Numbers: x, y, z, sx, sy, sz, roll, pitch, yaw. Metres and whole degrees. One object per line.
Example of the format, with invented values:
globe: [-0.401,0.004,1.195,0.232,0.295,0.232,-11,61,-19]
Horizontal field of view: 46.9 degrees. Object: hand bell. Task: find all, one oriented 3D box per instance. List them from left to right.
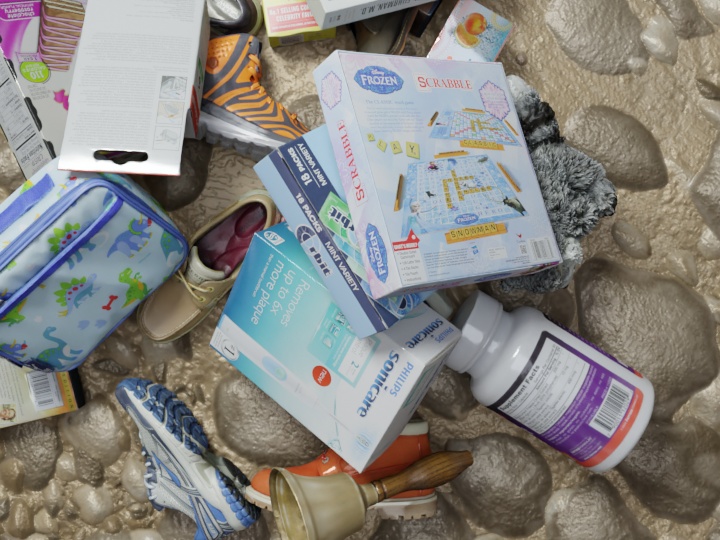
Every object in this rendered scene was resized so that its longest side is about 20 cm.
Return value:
hand bell: [0.023,0.212,0.801,0.199,0.104,0.104,-12,93,-23]

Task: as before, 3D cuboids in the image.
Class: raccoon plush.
raccoon plush: [0.155,-0.069,0.810,0.200,0.097,0.134,47,61,-7]

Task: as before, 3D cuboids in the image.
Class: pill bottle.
pill bottle: [0.181,0.106,0.836,0.200,0.111,0.112,32,92,-2]

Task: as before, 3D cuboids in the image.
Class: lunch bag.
lunch bag: [-0.275,-0.005,0.768,0.200,0.161,0.082,-41,53,-1]

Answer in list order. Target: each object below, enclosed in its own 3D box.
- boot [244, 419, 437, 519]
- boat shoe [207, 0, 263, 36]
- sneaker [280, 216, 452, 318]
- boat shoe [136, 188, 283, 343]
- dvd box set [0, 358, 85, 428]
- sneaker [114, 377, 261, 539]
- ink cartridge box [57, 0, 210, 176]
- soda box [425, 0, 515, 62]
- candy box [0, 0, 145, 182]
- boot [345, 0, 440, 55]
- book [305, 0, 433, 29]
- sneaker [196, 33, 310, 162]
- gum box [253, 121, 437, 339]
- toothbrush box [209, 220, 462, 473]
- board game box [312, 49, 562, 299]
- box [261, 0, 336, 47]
boot: [-0.020,0.199,0.861,0.199,0.075,0.108,0,90,-9]
boat shoe: [-0.190,-0.300,0.833,0.200,0.065,0.072,33,92,-2]
sneaker: [0.000,0.000,0.852,0.200,0.075,0.085,39,98,3]
boat shoe: [-0.159,-0.006,0.846,0.074,0.066,0.200,40,91,-2]
dvd box set: [-0.402,0.096,0.865,0.199,0.029,0.147,-14,92,0]
sneaker: [-0.195,0.202,0.853,0.085,0.077,0.200,-38,92,5]
ink cartridge box: [-0.202,-0.164,0.758,0.109,0.050,0.201,3,66,-3]
soda box: [0.076,-0.170,0.842,0.063,0.068,0.200,30,93,-3]
candy box: [-0.292,-0.194,0.800,0.061,0.136,0.200,-21,95,41]
boot: [0.002,-0.237,0.825,0.097,0.075,0.200,34,70,-2]
book: [0.028,-0.314,0.795,0.199,0.048,0.134,-19,74,-19]
sneaker: [-0.098,-0.172,0.836,0.199,0.078,0.112,19,79,-14]
gum box: [0.029,-0.062,0.733,0.200,0.045,0.170,-35,96,-41]
toothbrush box: [-0.027,0.066,0.787,0.200,0.085,0.147,37,123,15]
board game box: [0.071,-0.086,0.718,0.200,0.041,0.200,-7,78,-39]
box: [-0.074,-0.335,0.841,0.075,0.050,0.201,-8,94,-2]
